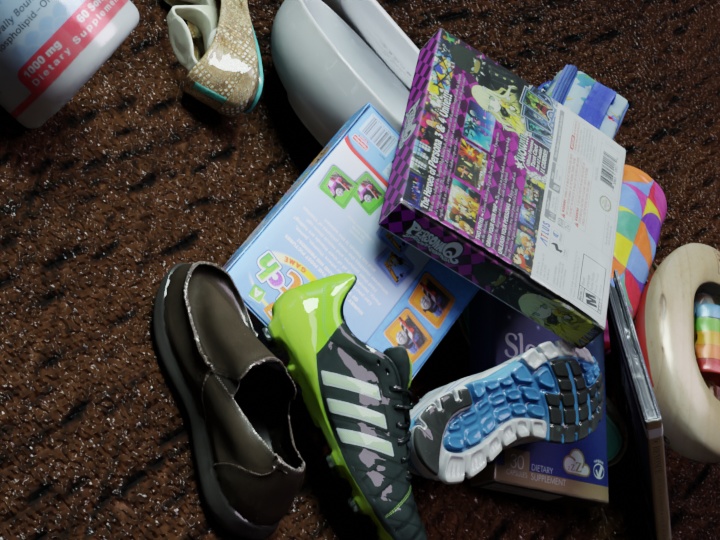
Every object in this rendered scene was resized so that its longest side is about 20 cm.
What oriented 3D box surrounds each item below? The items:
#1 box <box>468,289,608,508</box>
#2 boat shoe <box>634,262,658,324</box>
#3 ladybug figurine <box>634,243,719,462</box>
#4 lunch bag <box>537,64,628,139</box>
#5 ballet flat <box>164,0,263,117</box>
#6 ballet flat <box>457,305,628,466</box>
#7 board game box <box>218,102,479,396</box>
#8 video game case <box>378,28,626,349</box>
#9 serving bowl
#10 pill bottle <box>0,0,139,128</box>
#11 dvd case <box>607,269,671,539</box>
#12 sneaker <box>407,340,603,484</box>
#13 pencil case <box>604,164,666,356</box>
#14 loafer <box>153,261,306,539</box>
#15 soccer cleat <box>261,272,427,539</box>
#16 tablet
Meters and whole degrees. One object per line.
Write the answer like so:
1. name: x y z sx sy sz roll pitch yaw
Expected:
1. box: 0.134 0.071 1.542 0.121 0.032 0.202 14 66 -37
2. boat shoe: 0.239 0.054 1.779 0.068 0.072 0.201 31 24 -23
3. ladybug figurine: 0.272 0.069 1.662 0.135 0.072 0.201 31 49 -28
4. lunch bag: 0.149 -0.075 1.686 0.082 0.161 0.200 32 32 -1
5. ballet flat: -0.117 -0.201 1.557 0.065 0.071 0.201 15 38 -26
6. ballet flat: 0.140 0.075 1.619 0.201 0.067 0.062 54 10 -10
7. board game box: 0.000 0.000 1.434 0.151 0.037 0.200 46 53 -9
8. video game case: 0.109 -0.062 1.485 0.181 0.036 0.201 31 42 -17
9. serving bowl: -0.006 -0.128 1.605 0.200 0.066 0.200 48 10 -11
10. pill bottle: -0.247 -0.195 1.310 0.200 0.109 0.109 44 29 -12
11. dvd case: 0.218 0.119 1.594 0.201 0.016 0.149 76 3 -48
12. sneaker: 0.088 0.099 1.445 0.199 0.086 0.076 -13 91 -39
13. pencil case: 0.203 -0.008 1.736 0.088 0.088 0.200 44 40 -12
14. loafer: -0.072 0.071 1.289 0.073 0.071 0.201 18 43 -46
15. soccer cleat: 0.008 0.097 1.336 0.201 0.081 0.068 64 -5 2
16. tablet: 0.022 -0.177 1.705 0.200 0.014 0.130 49 -14 -6
